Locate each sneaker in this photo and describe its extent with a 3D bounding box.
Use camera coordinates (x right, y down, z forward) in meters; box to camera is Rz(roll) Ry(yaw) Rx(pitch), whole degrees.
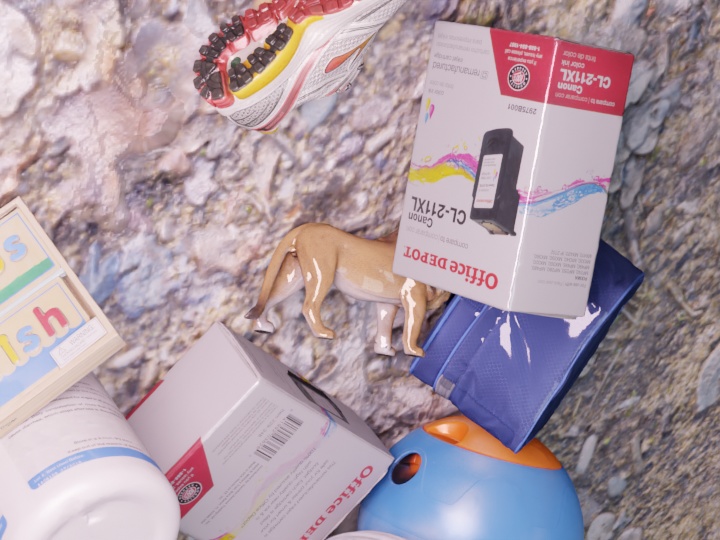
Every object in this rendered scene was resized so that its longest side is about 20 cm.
[{"bbox_3d":[-0.024,-0.175,1.270,0.200,0.078,0.082,-37,142,7],"label":"sneaker"}]

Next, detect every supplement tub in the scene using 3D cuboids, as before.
[{"bbox_3d":[-0.224,0.136,1.266,0.131,0.200,0.132,-19,133,-22],"label":"supplement tub"}]

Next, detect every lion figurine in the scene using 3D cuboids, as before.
[{"bbox_3d":[0.000,0.000,1.418,0.199,0.072,0.123,12,81,-35],"label":"lion figurine"}]

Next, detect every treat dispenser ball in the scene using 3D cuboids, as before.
[{"bbox_3d":[0.096,0.229,1.577,0.200,0.201,0.202,-20,133,-23],"label":"treat dispenser ball"}]

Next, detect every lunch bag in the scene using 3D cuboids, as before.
[{"bbox_3d":[0.137,0.033,1.492,0.200,0.132,0.136,-58,169,13],"label":"lunch bag"}]

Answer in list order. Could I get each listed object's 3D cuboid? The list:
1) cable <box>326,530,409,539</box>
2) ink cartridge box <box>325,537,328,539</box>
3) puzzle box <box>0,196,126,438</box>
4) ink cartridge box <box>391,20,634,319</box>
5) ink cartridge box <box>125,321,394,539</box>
[{"bbox_3d":[0.031,0.302,1.484,0.069,0.199,0.201,-48,149,-38],"label":"cable"},{"bbox_3d":[-0.065,0.329,1.634,0.116,0.068,0.201,-18,132,-24],"label":"ink cartridge box"},{"bbox_3d":[-0.276,0.056,1.216,0.200,0.133,0.025,-37,159,-7],"label":"puzzle box"},{"bbox_3d":[0.111,-0.076,1.342,0.083,0.145,0.201,5,98,-38],"label":"ink cartridge box"},{"bbox_3d":[-0.090,0.151,1.461,0.148,0.086,0.200,-46,139,5],"label":"ink cartridge box"}]
